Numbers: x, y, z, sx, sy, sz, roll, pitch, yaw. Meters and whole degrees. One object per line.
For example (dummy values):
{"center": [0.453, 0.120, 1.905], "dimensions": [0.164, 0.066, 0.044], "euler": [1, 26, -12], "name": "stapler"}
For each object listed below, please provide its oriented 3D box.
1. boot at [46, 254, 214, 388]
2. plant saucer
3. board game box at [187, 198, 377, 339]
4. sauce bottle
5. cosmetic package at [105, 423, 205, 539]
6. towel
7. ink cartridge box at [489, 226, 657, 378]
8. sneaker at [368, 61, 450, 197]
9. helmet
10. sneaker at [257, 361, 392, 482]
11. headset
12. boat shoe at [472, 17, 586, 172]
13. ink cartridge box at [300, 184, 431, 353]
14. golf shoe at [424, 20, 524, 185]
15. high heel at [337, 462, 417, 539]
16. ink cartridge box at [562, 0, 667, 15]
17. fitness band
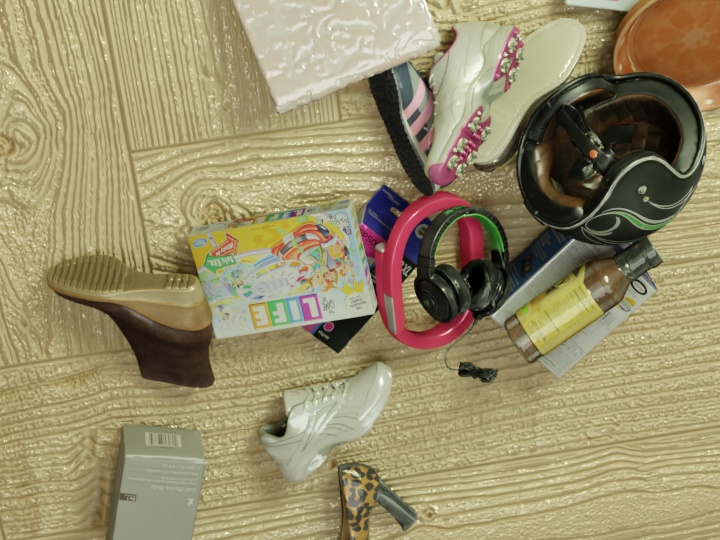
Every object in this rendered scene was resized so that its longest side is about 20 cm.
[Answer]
{"center": [-0.272, 0.069, 1.782], "dimensions": [0.197, 0.073, 0.168], "euler": [7, 131, 8], "name": "boot"}
{"center": [0.384, -0.261, 1.700], "dimensions": [0.197, 0.033, 0.202], "euler": [-3, 140, -2], "name": "plant saucer"}
{"center": [-0.091, 0.000, 1.759], "dimensions": [0.197, 0.034, 0.136], "euler": [-10, 111, 12], "name": "board game box"}
{"center": [0.264, 0.030, 1.757], "dimensions": [0.199, 0.065, 0.065], "euler": [-35, 115, 8], "name": "sauce bottle"}
{"center": [-0.262, 0.301, 1.885], "dimensions": [0.105, 0.090, 0.202], "euler": [4, 112, -13], "name": "cosmetic package"}
{"center": [-0.036, -0.295, 1.628], "dimensions": [0.198, 0.032, 0.193], "euler": [-23, 96, 3], "name": "towel"}
{"center": [0.265, 0.014, 1.825], "dimensions": [0.200, 0.077, 0.136], "euler": [-43, 114, 15], "name": "ink cartridge box"}
{"center": [0.068, -0.191, 1.716], "dimensions": [0.082, 0.070, 0.202], "euler": [-31, 116, -20], "name": "sneaker"}
{"center": [0.291, -0.126, 1.688], "dimensions": [0.189, 0.200, 0.202], "euler": [-5, 121, -41], "name": "helmet"}
{"center": [-0.048, 0.175, 1.861], "dimensions": [0.200, 0.078, 0.099], "euler": [-42, 110, 11], "name": "sneaker"}
{"center": [0.129, 0.027, 1.748], "dimensions": [0.122, 0.094, 0.203], "euler": [-7, 102, -35], "name": "headset"}
{"center": [0.191, -0.200, 1.717], "dimensions": [0.201, 0.072, 0.059], "euler": [-53, 156, 0], "name": "boat shoe"}
{"center": [0.000, 0.000, 1.806], "dimensions": [0.094, 0.037, 0.200], "euler": [35, 104, -22], "name": "ink cartridge box"}
{"center": [0.109, -0.191, 1.672], "dimensions": [0.091, 0.075, 0.202], "euler": [22, 76, 22], "name": "golf shoe"}
{"center": [-0.034, 0.346, 1.940], "dimensions": [0.200, 0.071, 0.143], "euler": [-48, 120, -3], "name": "high heel"}
{"center": [0.334, -0.376, 1.667], "dimensions": [0.197, 0.044, 0.176], "euler": [4, 116, -10], "name": "ink cartridge box"}
{"center": [0.085, 0.002, 1.789], "dimensions": [0.142, 0.037, 0.202], "euler": [-21, 122, -29], "name": "fitness band"}
